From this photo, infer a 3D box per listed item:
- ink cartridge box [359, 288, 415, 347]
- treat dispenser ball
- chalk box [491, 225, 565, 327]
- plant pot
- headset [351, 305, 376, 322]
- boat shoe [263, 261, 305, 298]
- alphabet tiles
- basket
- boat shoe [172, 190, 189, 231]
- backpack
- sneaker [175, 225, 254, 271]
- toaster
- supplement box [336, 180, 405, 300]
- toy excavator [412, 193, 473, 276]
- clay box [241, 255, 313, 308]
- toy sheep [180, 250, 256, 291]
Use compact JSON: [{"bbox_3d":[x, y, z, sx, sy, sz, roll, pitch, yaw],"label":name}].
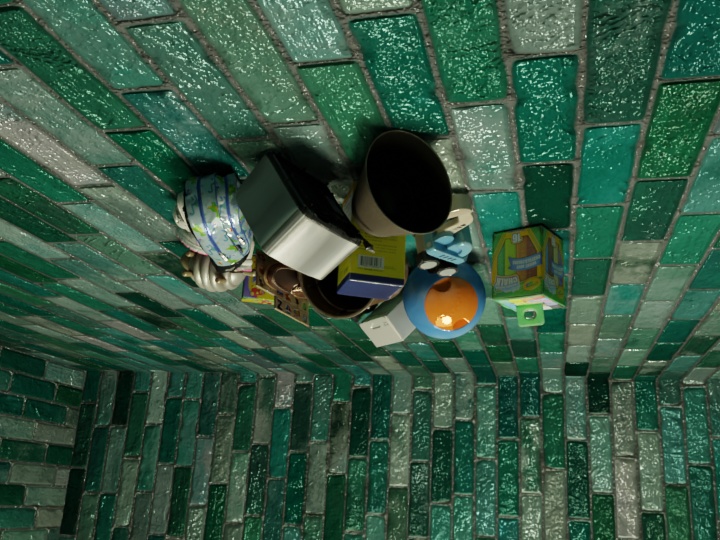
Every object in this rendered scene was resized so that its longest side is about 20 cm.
[{"bbox_3d":[0.114,0.102,1.937,0.086,0.200,0.148,52,150,-8],"label":"ink cartridge box"},{"bbox_3d":[0.203,0.065,1.793,0.200,0.201,0.201,3,163,1],"label":"treat dispenser ball"},{"bbox_3d":[0.367,0.021,1.617,0.124,0.201,0.124,-10,158,36],"label":"chalk box"},{"bbox_3d":[0.000,0.000,1.620,0.200,0.201,0.198,-6,177,28],"label":"plant pot"},{"bbox_3d":[0.042,0.069,1.968,0.094,0.124,0.200,36,135,7],"label":"headset"},{"bbox_3d":[-0.146,0.028,1.765,0.070,0.071,0.200,17,179,35],"label":"boat shoe"},{"bbox_3d":[-0.188,0.029,1.790,0.008,0.168,0.200,-21,147,27],"label":"alphabet tiles"},{"bbox_3d":[0.058,-0.130,1.292,0.136,0.181,0.200,-27,178,-14],"label":"basket"},{"bbox_3d":[-0.358,-0.115,1.540,0.069,0.071,0.200,2,164,3],"label":"boat shoe"},{"bbox_3d":[-0.274,-0.108,1.437,0.153,0.164,0.200,-12,152,19],"label":"backpack"},{"bbox_3d":[-0.322,-0.071,1.672,0.200,0.088,0.081,23,-178,8],"label":"sneaker"},{"bbox_3d":[-0.104,-0.092,1.329,0.119,0.200,0.181,-44,143,16],"label":"toaster"},{"bbox_3d":[0.023,-0.057,1.434,0.109,0.201,0.109,7,163,-12],"label":"supplement box"},{"bbox_3d":[0.188,-0.084,1.530,0.194,0.100,0.200,17,145,-42],"label":"toy excavator"},{"bbox_3d":[-0.202,0.031,1.906,0.199,0.115,0.048,7,162,-13],"label":"clay box"},{"bbox_3d":[-0.344,-0.009,1.781,0.199,0.138,0.138,16,167,17],"label":"toy sheep"}]
